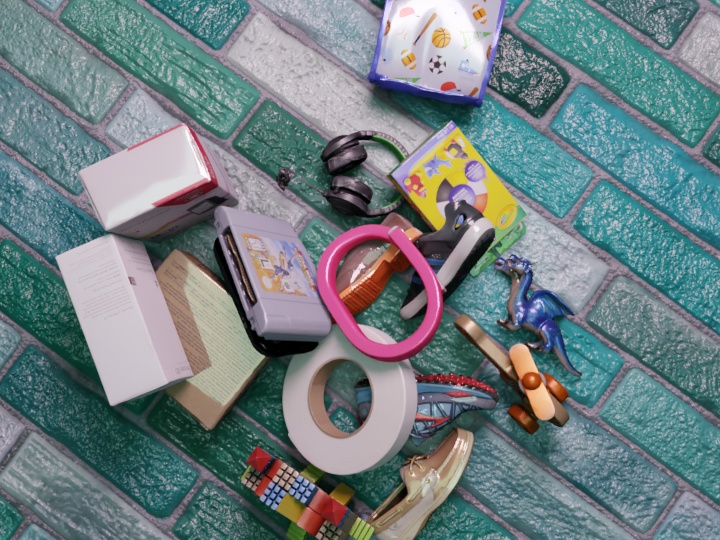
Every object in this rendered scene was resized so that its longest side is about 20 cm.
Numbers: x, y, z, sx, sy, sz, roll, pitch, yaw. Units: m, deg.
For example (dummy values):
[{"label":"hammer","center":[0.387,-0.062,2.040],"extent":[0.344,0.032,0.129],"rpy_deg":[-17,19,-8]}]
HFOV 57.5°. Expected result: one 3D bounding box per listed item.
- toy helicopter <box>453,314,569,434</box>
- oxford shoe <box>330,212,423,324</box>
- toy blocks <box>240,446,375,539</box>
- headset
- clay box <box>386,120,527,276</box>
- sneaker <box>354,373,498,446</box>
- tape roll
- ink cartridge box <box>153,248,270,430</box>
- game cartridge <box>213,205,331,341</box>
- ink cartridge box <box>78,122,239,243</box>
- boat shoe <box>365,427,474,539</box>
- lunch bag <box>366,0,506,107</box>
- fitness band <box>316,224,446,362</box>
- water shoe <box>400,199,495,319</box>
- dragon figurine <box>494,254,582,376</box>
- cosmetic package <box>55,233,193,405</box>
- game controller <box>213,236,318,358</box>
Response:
[{"label":"toy helicopter","center":[0.203,0.136,0.887],"extent":[0.079,0.132,0.200],"rpy_deg":[-45,85,-4]},{"label":"oxford shoe","center":[0.000,0.000,0.942],"extent":[0.200,0.071,0.073],"rpy_deg":[-41,62,-2]},{"label":"toy blocks","center":[-0.083,0.297,0.859],"extent":[0.200,0.137,0.100],"rpy_deg":[29,71,19]},{"label":"headset","center":[-0.019,-0.137,0.928],"extent":[0.199,0.094,0.124],"rpy_deg":[-6,86,-11]},{"label":"clay box","center":[0.145,-0.096,0.927],"extent":[0.115,0.048,0.200],"rpy_deg":[-42,99,-1]},{"label":"sneaker","center":[0.093,0.196,0.921],"extent":[0.199,0.079,0.096],"rpy_deg":[-2,92,11]},{"label":"tape roll","center":[-0.019,0.172,0.890],"extent":[0.202,0.037,0.203],"rpy_deg":[-6,78,31]},{"label":"ink cartridge box","center":[-0.228,0.095,0.927],"extent":[0.200,0.075,0.165],"rpy_deg":[40,89,3]},{"label":"game cartridge","center":[-0.114,0.003,0.886],"extent":[0.042,0.133,0.200],"rpy_deg":[-45,57,33]},{"label":"ink cartridge box","center":[-0.258,-0.109,0.878],"extent":[0.147,0.200,0.086],"rpy_deg":[-27,87,0]},{"label":"boat shoe","center":[0.082,0.296,0.909],"extent":[0.066,0.074,0.200],"rpy_deg":[36,88,-2]},{"label":"lunch bag","center":[0.110,-0.337,0.925],"extent":[0.170,0.124,0.201],"rpy_deg":[12,79,1]},{"label":"fitness band","center":[0.025,0.025,0.860],"extent":[0.144,0.037,0.200],"rpy_deg":[-37,61,4]},{"label":"water shoe","center":[0.107,-0.014,0.901],"extent":[0.079,0.071,0.200],"rpy_deg":[52,129,20]},{"label":"dragon figurine","center":[0.260,0.062,0.927],"extent":[0.200,0.059,0.100],"rpy_deg":[38,88,4]},{"label":"cosmetic package","center":[-0.298,0.063,0.840],"extent":[0.081,0.113,0.200],"rpy_deg":[-24,87,1]},{"label":"game controller","center":[-0.130,0.030,0.898],"extent":[0.104,0.042,0.200],"rpy_deg":[-6,57,-38]}]
